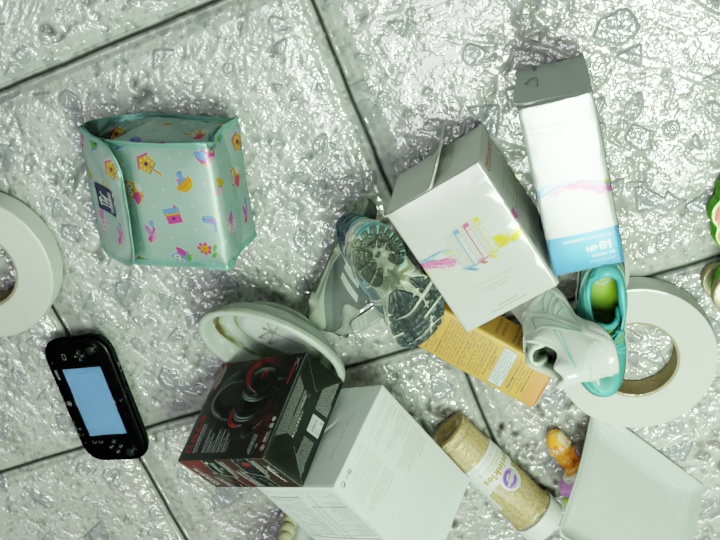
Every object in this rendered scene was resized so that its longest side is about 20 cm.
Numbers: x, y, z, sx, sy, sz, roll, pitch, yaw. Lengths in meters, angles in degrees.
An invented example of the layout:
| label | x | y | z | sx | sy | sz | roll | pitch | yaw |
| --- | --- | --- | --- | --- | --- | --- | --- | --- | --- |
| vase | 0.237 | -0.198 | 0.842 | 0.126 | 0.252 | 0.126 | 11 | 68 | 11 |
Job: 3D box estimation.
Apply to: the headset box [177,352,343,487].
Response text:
| label | x | y | z | sx | sy | sz | roll | pitch | yaw |
| --- | --- | --- | --- | --- | --- | --- | --- | --- | --- |
| headset box | -0.134 | 0.192 | 1.336 | 0.199 | 0.150 | 0.075 | -11 | 137 | 46 |

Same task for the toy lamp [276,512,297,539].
| label | x | y | z | sx | sy | sz | roll | pitch | yaw |
| --- | --- | --- | --- | --- | --- | --- | --- | --- | --- |
| toy lamp | -0.093 | 0.324 | 1.405 | 0.058 | 0.200 | 0.059 | 3 | 115 | 7 |

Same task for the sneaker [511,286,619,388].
| label | x | y | z | sx | sy | sz | roll | pitch | yaw |
| --- | --- | --- | --- | --- | --- | --- | --- | --- | --- |
| sneaker | 0.219 | 0.072 | 1.242 | 0.080 | 0.200 | 0.071 | -21 | 118 | -13 |

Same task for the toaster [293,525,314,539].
| label | x | y | z | sx | sy | sz | roll | pitch | yaw |
| --- | --- | --- | --- | --- | --- | --- | --- | --- | --- |
| toaster | -0.041 | 0.439 | 1.483 | 0.179 | 0.119 | 0.201 | 12 | 136 | 1 |

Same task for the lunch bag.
| label | x | y | z | sx | sy | sz | roll | pitch | yaw |
| --- | --- | --- | --- | --- | --- | --- | --- | --- | --- |
| lunch bag | -0.241 | -0.096 | 1.266 | 0.198 | 0.122 | 0.172 | 3 | 119 | 15 |

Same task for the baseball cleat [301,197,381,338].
| label | x | y | z | sx | sy | sz | roll | pitch | yaw |
| --- | --- | --- | --- | --- | --- | --- | --- | --- | --- |
| baseball cleat | 0.000 | 0.000 | 1.316 | 0.106 | 0.070 | 0.201 | 21 | 127 | -10 |

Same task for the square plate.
| label | x | y | z | sx | sy | sz | roll | pitch | yaw |
| --- | --- | --- | --- | --- | --- | --- | --- | --- | --- |
| square plate | 0.346 | 0.307 | 1.352 | 0.197 | 0.201 | 0.028 | 35 | 141 | -10 |

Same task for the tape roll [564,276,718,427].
| label | x | y | z | sx | sy | sz | roll | pitch | yaw |
| --- | --- | --- | --- | --- | --- | --- | --- | --- | --- |
| tape roll | 0.344 | 0.105 | 1.328 | 0.200 | 0.037 | 0.205 | 4 | 116 | 7 |

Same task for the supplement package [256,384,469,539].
| label | x | y | z | sx | sy | sz | roll | pitch | yaw |
| --- | --- | --- | --- | --- | --- | --- | --- | --- | --- |
| supplement package | 0.007 | 0.272 | 1.349 | 0.150 | 0.152 | 0.200 | -12 | 129 | 45 |

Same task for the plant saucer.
| label | x | y | z | sx | sy | sz | roll | pitch | yaw |
| --- | --- | --- | --- | --- | --- | --- | --- | --- | --- |
| plant saucer | -0.107 | 0.088 | 1.348 | 0.198 | 0.051 | 0.201 | 17 | 152 | 9 |

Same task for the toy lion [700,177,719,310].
| label | x | y | z | sx | sy | sz | roll | pitch | yaw |
| --- | --- | --- | --- | --- | --- | --- | --- | --- | --- |
| toy lion | 0.498 | -0.035 | 1.231 | 0.198 | 0.069 | 0.193 | 15 | 110 | 0 |

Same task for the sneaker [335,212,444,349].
| label | x | y | z | sx | sy | sz | roll | pitch | yaw |
| --- | --- | --- | --- | --- | --- | --- | --- | --- | --- |
| sneaker | 0.033 | 0.006 | 1.239 | 0.077 | 0.086 | 0.201 | -35 | 127 | -9 |

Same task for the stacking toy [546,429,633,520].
| label | x | y | z | sx | sy | sz | roll | pitch | yaw |
| --- | --- | --- | --- | --- | --- | --- | --- | --- | --- |
| stacking toy | 0.305 | 0.297 | 1.405 | 0.109 | 0.116 | 0.201 | -27 | 96 | 28 |

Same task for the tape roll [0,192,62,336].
| label | x | y | z | sx | sy | sz | roll | pitch | yaw |
| --- | --- | --- | --- | --- | --- | --- | --- | --- | --- |
| tape roll | -0.492 | -0.008 | 1.380 | 0.200 | 0.037 | 0.205 | 3 | 117 | 6 |

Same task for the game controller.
| label | x | y | z | sx | sy | sz | roll | pitch | yaw |
| --- | --- | --- | --- | --- | --- | --- | --- | --- | --- |
| game controller | -0.364 | 0.177 | 1.459 | 0.103 | 0.042 | 0.202 | -10 | 114 | 12 |

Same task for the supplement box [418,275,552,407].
| label | x | y | z | sx | sy | sz | roll | pitch | yaw |
| --- | --- | --- | --- | --- | --- | --- | --- | --- | --- |
| supplement box | 0.145 | 0.087 | 1.312 | 0.199 | 0.067 | 0.069 | 26 | 116 | 6 |

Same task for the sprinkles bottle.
| label | x | y | z | sx | sy | sz | roll | pitch | yaw |
| --- | --- | --- | --- | --- | --- | --- | --- | --- | --- |
| sprinkles bottle | 0.183 | 0.280 | 1.420 | 0.200 | 0.068 | 0.068 | 43 | 114 | -13 |

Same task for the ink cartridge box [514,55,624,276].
| label | x | y | z | sx | sy | sz | roll | pitch | yaw |
| --- | --- | --- | --- | --- | --- | --- | --- | --- | --- |
| ink cartridge box | 0.231 | -0.119 | 1.173 | 0.084 | 0.145 | 0.202 | -12 | 114 | 13 |

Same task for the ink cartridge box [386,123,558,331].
| label | x | y | z | sx | sy | sz | roll | pitch | yaw |
| --- | --- | --- | --- | --- | --- | --- | --- | --- | --- |
| ink cartridge box | 0.126 | -0.061 | 1.227 | 0.125 | 0.129 | 0.201 | -29 | 108 | 20 |

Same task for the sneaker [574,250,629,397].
| label | x | y | z | sx | sy | sz | roll | pitch | yaw |
| --- | --- | --- | --- | --- | --- | --- | --- | --- | --- |
| sneaker | 0.283 | 0.067 | 1.254 | 0.077 | 0.080 | 0.202 | -2 | 116 | 9 |
